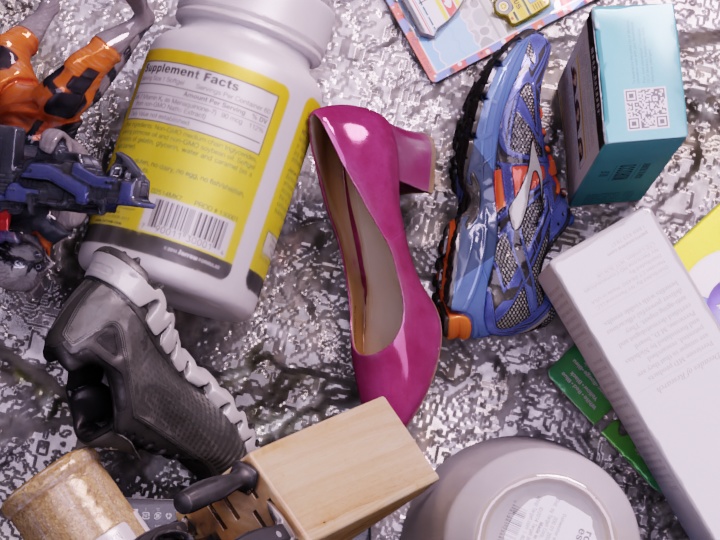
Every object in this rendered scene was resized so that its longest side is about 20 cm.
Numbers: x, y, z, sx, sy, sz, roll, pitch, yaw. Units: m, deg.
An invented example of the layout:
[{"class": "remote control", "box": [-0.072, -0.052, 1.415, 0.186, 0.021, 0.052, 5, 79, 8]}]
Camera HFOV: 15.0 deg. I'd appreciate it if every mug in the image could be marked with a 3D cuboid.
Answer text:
[{"class": "mug", "box": [0.109, 0.184, 1.624, 0.149, 0.153, 0.187, -21, 83, -6]}]

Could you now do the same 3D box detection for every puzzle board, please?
[{"class": "puzzle board", "box": [0.065, -0.240, 1.756, 0.151, 0.017, 0.200, -28, 83, -6]}]

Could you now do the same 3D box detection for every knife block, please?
[{"class": "knife block", "box": [-0.044, 0.134, 1.561, 0.200, 0.176, 0.064, -32, 81, -14]}]

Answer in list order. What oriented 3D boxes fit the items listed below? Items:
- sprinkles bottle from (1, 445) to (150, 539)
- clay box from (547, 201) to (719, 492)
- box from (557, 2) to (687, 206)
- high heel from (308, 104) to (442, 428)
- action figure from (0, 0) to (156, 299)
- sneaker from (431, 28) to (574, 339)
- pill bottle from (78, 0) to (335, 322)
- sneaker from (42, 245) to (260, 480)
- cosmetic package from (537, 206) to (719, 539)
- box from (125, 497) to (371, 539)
[{"class": "sprinkles bottle", "box": [-0.130, 0.201, 1.603, 0.068, 0.068, 0.200, -35, 84, -7]}, {"class": "clay box", "box": [0.225, 0.034, 1.704, 0.200, 0.048, 0.115, -43, 85, -8]}, {"class": "box", "box": [0.155, -0.097, 1.644, 0.049, 0.200, 0.082, -4, 82, -3]}, {"class": "high heel", "box": [0.000, 0.000, 1.668, 0.096, 0.067, 0.200, 12, 83, -43]}, {"class": "action figure", "box": [-0.171, -0.074, 1.618, 0.200, 0.105, 0.194, 16, 85, 34]}, {"class": "sneaker", "box": [0.096, -0.052, 1.708, 0.078, 0.075, 0.200, 9, 89, -10]}, {"class": "pill bottle", "box": [-0.090, -0.079, 1.676, 0.114, 0.114, 0.200, 18, 81, 1]}, {"class": "sneaker", "box": [-0.129, 0.082, 1.628, 0.066, 0.200, 0.091, 18, 58, 44]}, {"class": "cosmetic package", "box": [0.187, 0.068, 1.624, 0.071, 0.101, 0.200, -30, 86, -3]}, {"class": "box", "box": [-0.094, 0.219, 1.662, 0.200, 0.051, 0.158, 1, 81, -3]}]
